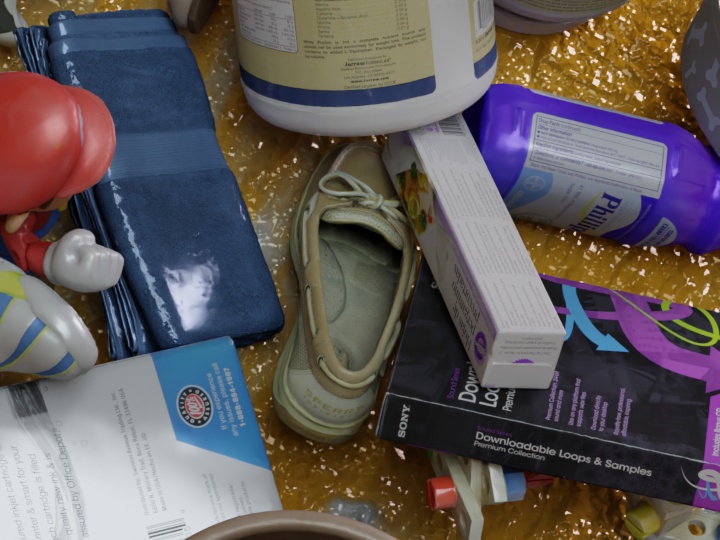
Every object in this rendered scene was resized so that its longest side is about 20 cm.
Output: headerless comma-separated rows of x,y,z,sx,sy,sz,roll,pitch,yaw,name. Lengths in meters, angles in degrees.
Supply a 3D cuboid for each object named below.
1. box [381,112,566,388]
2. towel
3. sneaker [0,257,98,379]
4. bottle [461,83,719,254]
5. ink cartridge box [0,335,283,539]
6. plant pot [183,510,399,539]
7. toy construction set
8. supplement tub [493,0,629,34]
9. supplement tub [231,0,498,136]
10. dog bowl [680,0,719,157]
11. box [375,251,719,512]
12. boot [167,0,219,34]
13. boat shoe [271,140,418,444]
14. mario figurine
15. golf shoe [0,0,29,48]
0.058,-0.016,1.504,0.041,0.039,0.200,0,39,-20,box
-0.115,-0.047,1.540,0.111,0.048,0.200,-6,71,-48,towel
-0.229,0.040,1.446,0.200,0.076,0.105,18,62,37,sneaker
0.152,-0.051,1.604,0.199,0.084,0.065,13,69,-14,bottle
-0.148,0.132,1.465,0.199,0.084,0.145,-13,77,-18,ink cartridge box
-0.043,0.235,1.380,0.200,0.175,0.201,4,68,-11,plant pot
0.114,0.104,1.535,0.199,0.092,0.131,0,59,-28,toy construction set
0.123,-0.227,1.592,0.145,0.200,0.145,5,71,-13,supplement tub
-0.003,-0.188,1.531,0.144,0.144,0.201,-14,115,-18,supplement tub
0.271,-0.099,1.627,0.200,0.059,0.200,21,46,-23,dog bowl
0.117,0.057,1.491,0.199,0.036,0.143,11,33,3,box
-0.127,-0.240,1.606,0.146,0.070,0.200,18,63,2,boot
-0.002,0.000,1.535,0.073,0.063,0.201,23,48,-9,boat shoe
-0.162,-0.045,1.458,0.123,0.200,0.106,36,68,-1,mario figurine
-0.175,-0.220,1.560,0.088,0.077,0.200,34,98,-6,golf shoe
